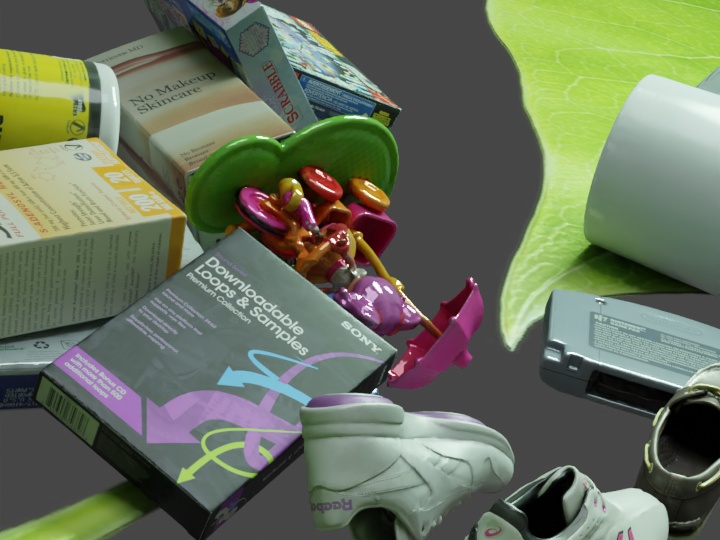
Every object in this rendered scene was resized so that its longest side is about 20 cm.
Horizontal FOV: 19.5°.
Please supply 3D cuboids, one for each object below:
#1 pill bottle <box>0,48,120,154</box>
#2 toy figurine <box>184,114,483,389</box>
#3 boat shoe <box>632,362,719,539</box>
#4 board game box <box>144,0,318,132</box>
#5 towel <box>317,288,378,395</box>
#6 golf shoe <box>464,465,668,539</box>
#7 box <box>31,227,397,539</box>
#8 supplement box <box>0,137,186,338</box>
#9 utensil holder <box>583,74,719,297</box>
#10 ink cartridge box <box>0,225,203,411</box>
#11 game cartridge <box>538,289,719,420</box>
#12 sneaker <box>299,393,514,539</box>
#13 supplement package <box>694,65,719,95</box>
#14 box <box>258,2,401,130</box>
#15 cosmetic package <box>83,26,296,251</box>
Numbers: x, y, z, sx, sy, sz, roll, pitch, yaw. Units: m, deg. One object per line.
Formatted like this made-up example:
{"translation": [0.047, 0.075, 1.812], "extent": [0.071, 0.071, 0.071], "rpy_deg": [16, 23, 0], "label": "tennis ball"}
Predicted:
{"translation": [-0.291, -0.113, 1.585], "extent": [0.200, 0.113, 0.112], "rpy_deg": [6, 27, -21], "label": "pill bottle"}
{"translation": [0.000, 0.000, 1.449], "extent": [0.200, 0.150, 0.184], "rpy_deg": [13, 28, -51], "label": "toy figurine"}
{"translation": [0.237, 0.117, 1.465], "extent": [0.072, 0.060, 0.200], "rpy_deg": [24, 35, 14], "label": "boat shoe"}
{"translation": [-0.112, -0.181, 1.762], "extent": [0.041, 0.200, 0.200], "rpy_deg": [-37, 45, -11], "label": "board game box"}
{"translation": [-0.056, 0.055, 1.488], "extent": [0.145, 0.024, 0.200], "rpy_deg": [12, 25, -8], "label": "towel"}
{"translation": [0.137, 0.163, 1.300], "extent": [0.073, 0.092, 0.200], "rpy_deg": [31, 27, 31], "label": "golf shoe"}
{"translation": [-0.089, 0.066, 1.333], "extent": [0.143, 0.036, 0.200], "rpy_deg": [38, 45, 14], "label": "box"}
{"translation": [-0.232, -0.020, 1.374], "extent": [0.200, 0.074, 0.126], "rpy_deg": [-12, 35, -34], "label": "supplement box"}
{"translation": [0.312, -0.061, 1.793], "extent": [0.200, 0.170, 0.170], "rpy_deg": [22, 25, 18], "label": "utensil holder"}
{"translation": [-0.189, 0.026, 1.427], "extent": [0.196, 0.043, 0.200], "rpy_deg": [-1, 29, -22], "label": "ink cartridge box"}
{"translation": [0.236, 0.074, 1.616], "extent": [0.200, 0.042, 0.133], "rpy_deg": [17, 20, 0], "label": "game cartridge"}
{"translation": [0.027, 0.136, 1.330], "extent": [0.075, 0.100, 0.200], "rpy_deg": [-9, -15, 37], "label": "sneaker"}
{"translation": [0.420, -0.140, 1.904], "extent": [0.191, 0.200, 0.147], "rpy_deg": [51, 29, 1], "label": "supplement package"}
{"translation": [-0.065, -0.196, 1.948], "extent": [0.137, 0.040, 0.200], "rpy_deg": [18, 19, -38], "label": "box"}
{"translation": [-0.134, -0.104, 1.663], "extent": [0.103, 0.087, 0.200], "rpy_deg": [-24, 40, -21], "label": "cosmetic package"}
